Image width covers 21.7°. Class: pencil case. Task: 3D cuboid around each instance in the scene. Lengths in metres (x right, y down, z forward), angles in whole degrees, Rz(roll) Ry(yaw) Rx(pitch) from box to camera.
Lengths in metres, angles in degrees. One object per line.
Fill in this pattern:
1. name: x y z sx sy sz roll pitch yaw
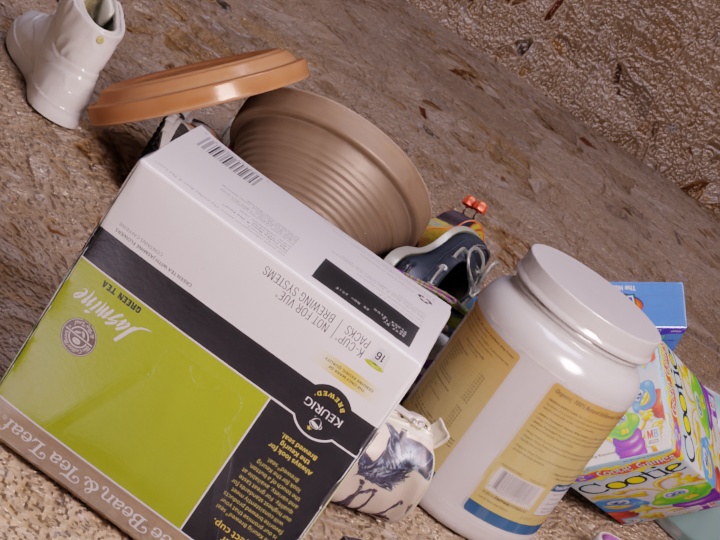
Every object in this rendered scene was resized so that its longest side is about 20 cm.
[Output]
1. pencil case: -0.039 0.103 1.286 0.199 0.090 0.078 25 19 -30

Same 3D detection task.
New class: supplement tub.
1. supplement tub: 0.124 0.096 1.438 0.144 0.201 0.145 32 16 -10

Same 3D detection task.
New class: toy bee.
1. toy bee: 0.075 -0.029 1.864 0.130 0.110 0.200 24 6 27

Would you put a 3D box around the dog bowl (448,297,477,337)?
1. dog bowl: 0.164 0.054 1.765 0.199 0.050 0.111 3 -6 44

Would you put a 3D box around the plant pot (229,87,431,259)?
1. plant pot: -0.044 -0.061 1.673 0.199 0.093 0.202 27 -27 15

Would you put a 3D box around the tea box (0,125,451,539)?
1. tea box: -0.084 0.057 1.123 0.199 0.197 0.134 36 16 1

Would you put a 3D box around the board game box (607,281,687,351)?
1. board game box: 0.183 0.068 1.610 0.150 0.045 0.200 0 -24 -4

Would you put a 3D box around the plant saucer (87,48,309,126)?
1. plant saucer: -0.144 -0.165 1.657 0.200 0.198 0.033 -52 131 -74

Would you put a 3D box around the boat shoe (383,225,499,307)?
1. boat shoe: 0.076 0.006 1.695 0.062 0.075 0.200 33 17 19

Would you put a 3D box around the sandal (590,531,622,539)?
1. sandal: 0.278 0.265 1.549 0.201 0.050 0.083 29 17 -23

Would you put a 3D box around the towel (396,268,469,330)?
1. towel: 0.000 0.000 1.539 0.199 0.023 0.144 26 -4 16

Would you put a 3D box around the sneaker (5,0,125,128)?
1. sneaker: -0.262 -0.219 1.710 0.073 0.116 0.200 23 18 -30

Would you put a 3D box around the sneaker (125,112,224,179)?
1. sneaker: -0.153 -0.097 1.661 0.080 0.074 0.200 36 16 -6

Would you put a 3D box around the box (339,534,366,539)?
1. box: 0.072 0.236 1.230 0.199 0.035 0.110 20 22 -44

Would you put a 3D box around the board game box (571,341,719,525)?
1. board game box: 0.232 0.136 1.579 0.200 0.104 0.104 38 41 -58

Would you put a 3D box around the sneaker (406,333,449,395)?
1. sneaker: 0.017 0.065 1.584 0.199 0.075 0.100 30 -1 -25

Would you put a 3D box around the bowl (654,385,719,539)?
1. bowl: 0.334 0.201 1.754 0.200 0.105 0.201 33 15 -10

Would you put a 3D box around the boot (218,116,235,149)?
1. boot: -0.035 -0.084 1.883 0.199 0.073 0.144 4 34 -47
